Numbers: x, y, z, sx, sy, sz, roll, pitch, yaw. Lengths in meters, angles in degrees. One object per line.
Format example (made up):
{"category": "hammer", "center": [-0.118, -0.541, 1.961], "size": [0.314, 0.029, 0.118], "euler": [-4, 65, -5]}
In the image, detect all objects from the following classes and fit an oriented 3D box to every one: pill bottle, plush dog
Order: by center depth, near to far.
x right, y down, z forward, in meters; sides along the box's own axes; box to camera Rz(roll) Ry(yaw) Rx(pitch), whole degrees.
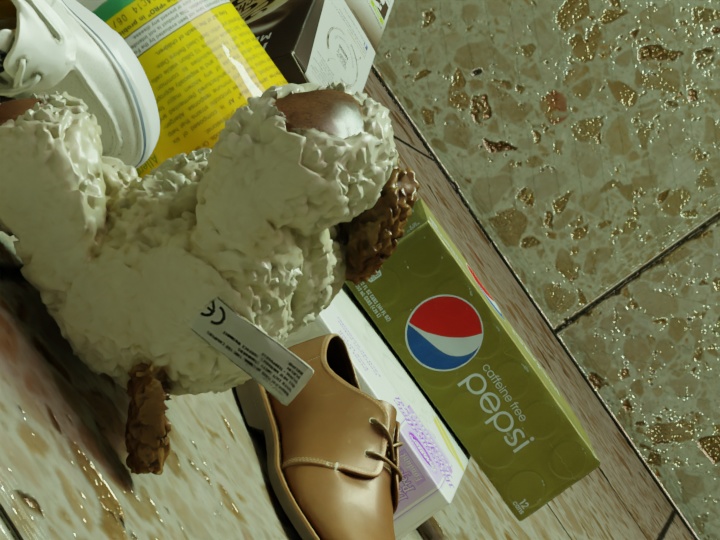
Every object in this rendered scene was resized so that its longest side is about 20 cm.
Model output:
{"category": "plush dog", "center": [-0.065, -0.002, 0.954], "size": [0.172, 0.198, 0.162], "euler": [-18, 106, -72]}
{"category": "pill bottle", "center": [-0.091, -0.081, 1.239], "size": [0.201, 0.112, 0.113], "euler": [55, 7, -1]}

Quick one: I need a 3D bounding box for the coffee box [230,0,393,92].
{"category": "coffee box", "center": [-0.055, -0.161, 1.521], "size": [0.080, 0.112, 0.201], "euler": [58, 29, -30]}

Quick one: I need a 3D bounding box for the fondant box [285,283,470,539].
{"category": "fondant box", "center": [0.001, 0.082, 1.301], "size": [0.145, 0.058, 0.200], "euler": [55, 8, 1]}

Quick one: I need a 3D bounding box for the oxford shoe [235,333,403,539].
{"category": "oxford shoe", "center": [-0.006, 0.105, 1.117], "size": [0.071, 0.071, 0.201], "euler": [49, 11, -46]}

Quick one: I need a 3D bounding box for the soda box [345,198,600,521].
{"category": "soda box", "center": [0.071, 0.057, 1.375], "size": [0.200, 0.068, 0.064], "euler": [54, 6, -14]}

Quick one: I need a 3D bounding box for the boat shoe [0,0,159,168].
{"category": "boat shoe", "center": [-0.178, -0.119, 1.083], "size": [0.200, 0.071, 0.070], "euler": [56, 34, -25]}
